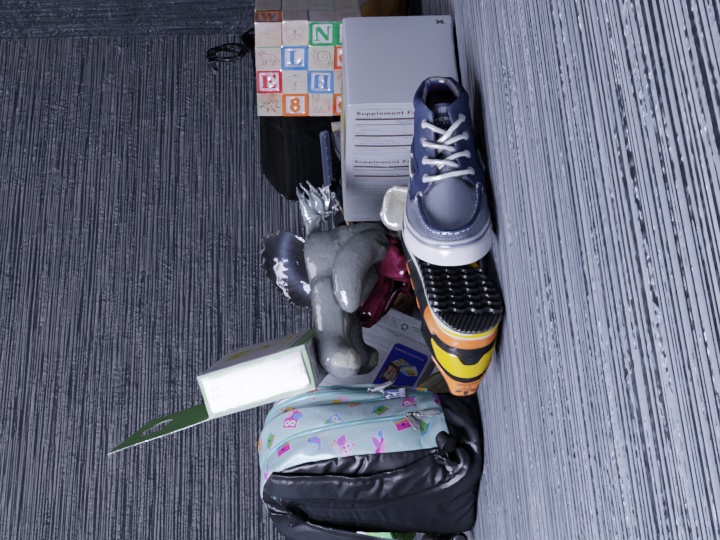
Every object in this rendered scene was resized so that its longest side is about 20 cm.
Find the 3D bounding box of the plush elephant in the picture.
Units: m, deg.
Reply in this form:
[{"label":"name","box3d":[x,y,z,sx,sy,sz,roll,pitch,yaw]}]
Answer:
[{"label":"plush elephant","box3d":[0.032,-0.002,1.153,0.165,0.154,0.201,50,-152,-76]}]

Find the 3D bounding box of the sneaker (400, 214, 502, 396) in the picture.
[{"label":"sneaker","box3d":[0.070,0.019,1.006,0.200,0.070,0.090,-99,10,-55]}]

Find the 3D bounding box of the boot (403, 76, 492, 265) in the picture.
[{"label":"boot","box3d":[0.066,-0.085,0.990,0.200,0.072,0.091,-95,-2,-61]}]

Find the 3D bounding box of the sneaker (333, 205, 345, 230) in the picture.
[{"label":"sneaker","box3d":[0.022,-0.066,1.572,0.200,0.113,0.076,95,172,-70]}]

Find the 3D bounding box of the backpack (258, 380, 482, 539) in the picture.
[{"label":"backpack","box3d":[0.005,0.179,1.121,0.127,0.199,0.167,-95,3,-51]}]

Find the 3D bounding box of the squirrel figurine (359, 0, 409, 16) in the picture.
[{"label":"squirrel figurine","box3d":[0.020,-0.299,1.609,0.187,0.141,0.200,71,-148,-41]}]

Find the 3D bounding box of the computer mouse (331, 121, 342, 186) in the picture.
[{"label":"computer mouse","box3d":[0.016,-0.154,1.409,0.046,0.140,0.201,-31,52,44]}]

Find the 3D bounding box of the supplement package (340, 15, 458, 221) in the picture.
[{"label":"supplement package","box3d":[0.036,-0.151,1.234,0.200,0.109,0.114,93,175,-59]}]

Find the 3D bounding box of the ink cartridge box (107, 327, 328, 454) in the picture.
[{"label":"ink cartridge box","box3d":[-0.129,0.107,1.130,0.146,0.199,0.048,-39,-67,-83]}]

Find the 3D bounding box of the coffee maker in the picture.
[{"label":"coffee maker","box3d":[-0.082,-0.198,1.490,0.135,0.191,0.201,-95,2,-53]}]

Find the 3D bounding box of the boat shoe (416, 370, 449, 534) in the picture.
[{"label":"boat shoe","box3d":[0.072,0.187,1.240,0.065,0.072,0.201,42,134,33]}]

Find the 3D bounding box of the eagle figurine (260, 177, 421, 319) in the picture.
[{"label":"eagle figurine","box3d":[0.001,-0.007,1.436,0.200,0.151,0.151,34,114,42]}]

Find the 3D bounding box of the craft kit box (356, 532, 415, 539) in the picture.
[{"label":"craft kit box","box3d":[0.006,0.259,1.513,0.198,0.048,0.200,64,-175,8]}]

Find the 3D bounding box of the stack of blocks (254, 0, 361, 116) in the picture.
[{"label":"stack of blocks","box3d":[-0.016,-0.235,1.345,0.059,0.199,0.116,-95,6,-53]}]

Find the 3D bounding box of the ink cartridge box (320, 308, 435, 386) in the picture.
[{"label":"ink cartridge box","box3d":[0.007,0.130,1.274,0.200,0.094,0.037,-58,-20,-29]}]
